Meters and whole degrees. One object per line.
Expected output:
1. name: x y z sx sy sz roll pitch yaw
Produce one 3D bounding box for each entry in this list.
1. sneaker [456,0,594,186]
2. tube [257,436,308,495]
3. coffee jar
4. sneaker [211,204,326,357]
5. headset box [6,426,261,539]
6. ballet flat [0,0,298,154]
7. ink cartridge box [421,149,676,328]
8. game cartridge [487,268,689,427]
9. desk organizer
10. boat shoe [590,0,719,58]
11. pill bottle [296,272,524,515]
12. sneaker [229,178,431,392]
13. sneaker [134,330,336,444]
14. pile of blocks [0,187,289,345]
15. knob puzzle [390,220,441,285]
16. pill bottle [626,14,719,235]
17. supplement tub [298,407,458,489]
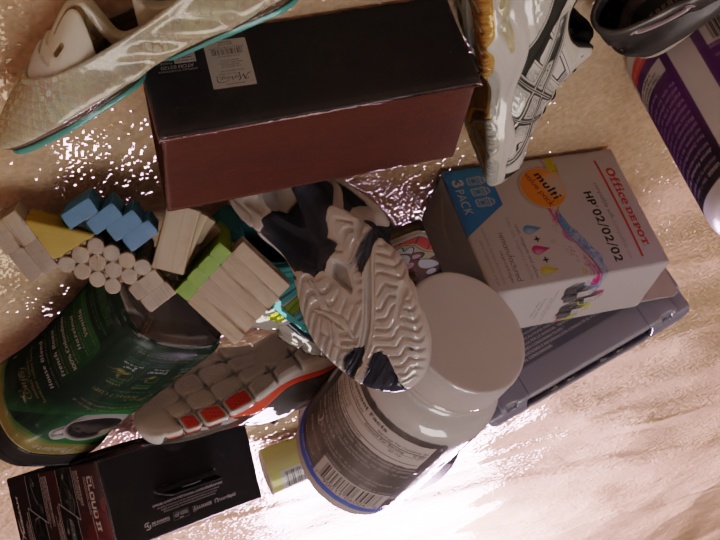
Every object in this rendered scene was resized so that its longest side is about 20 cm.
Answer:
1. sneaker: 0.112 -0.129 0.717 0.086 0.077 0.201 -17 151 -5
2. tube: -0.012 0.185 1.187 0.197 0.053 0.058 -19 -170 -12
3. coffee jar: -0.206 0.074 0.843 0.199 0.086 0.104 -38 154 27
4. sneaker: -0.048 0.009 0.841 0.198 0.078 0.080 21 120 -41
5. headset box: -0.193 0.187 0.948 0.147 0.079 0.198 -13 177 -43
6. ballet flat: -0.125 -0.135 0.594 0.198 0.068 0.063 -28 122 6
7. ink cartridge box: 0.162 -0.027 0.874 0.196 0.117 0.068 -9 150 -20
8. game cartridge: 0.163 0.029 0.942 0.198 0.135 0.041 -28 159 -3
9. desk organizer: -0.033 -0.102 0.677 0.196 0.073 0.077 -12 152 -14
10. boat shoe: 0.228 -0.202 0.675 0.056 0.068 0.199 0 149 -49
11. pill bottle: 0.035 0.095 0.825 0.112 0.115 0.201 -2 148 -29
12. sneaker: 0.000 0.000 0.750 0.080 0.199 0.129 -50 153 12
13. sneaker: -0.087 0.106 0.909 0.197 0.077 0.083 -21 136 -14
14. pile of blocks: -0.146 -0.020 0.742 0.197 0.062 0.083 18 107 -15
15. knob puzzle: 0.025 0.028 0.966 0.216 0.031 0.221 -15 149 -9
16. pill bottle: 0.270 -0.091 0.749 0.109 0.203 0.112 -14 151 -8
17. supplement tub: 0.028 0.150 1.054 0.121 0.124 0.200 -27 162 13
